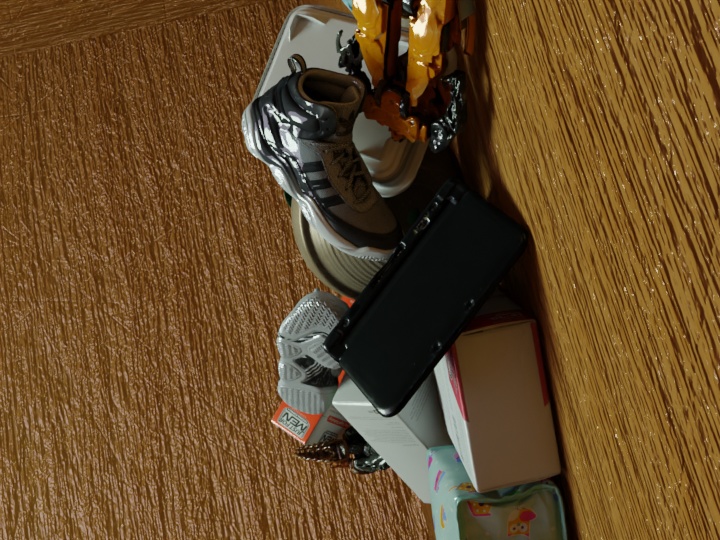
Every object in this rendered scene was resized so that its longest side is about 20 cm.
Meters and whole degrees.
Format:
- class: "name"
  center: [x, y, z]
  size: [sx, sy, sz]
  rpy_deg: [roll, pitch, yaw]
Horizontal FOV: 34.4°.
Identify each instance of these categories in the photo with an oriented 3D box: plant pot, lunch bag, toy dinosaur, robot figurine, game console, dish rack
- class: "plant pot"
  center: [0.035, -0.061, 1.197]
  size: [0.092, 0.198, 0.204]
  rpy_deg: [22, 126, 64]
- class: "lunch bag"
  center: [0.138, 0.280, 1.117]
  size: [0.170, 0.120, 0.203]
  rpy_deg: [-127, 27, -81]
- class: "toy dinosaur"
  center: [0.018, 0.213, 1.405]
  size: [0.103, 0.199, 0.136]
  rpy_deg: [55, 142, 9]
- class: "robot figurine"
  center: [0.045, -0.201, 1.027]
  size: [0.144, 0.058, 0.202]
  rpy_deg: [31, 142, 25]
- class: "game console"
  center: [0.071, 0.030, 1.070]
  size: [0.116, 0.201, 0.176]
  rpy_deg: [40, -176, 21]
- class: "dish rack"
  center: [-0.017, -0.178, 1.152]
  size: [0.174, 0.198, 0.044]
  rpy_deg: [-68, -23, -7]

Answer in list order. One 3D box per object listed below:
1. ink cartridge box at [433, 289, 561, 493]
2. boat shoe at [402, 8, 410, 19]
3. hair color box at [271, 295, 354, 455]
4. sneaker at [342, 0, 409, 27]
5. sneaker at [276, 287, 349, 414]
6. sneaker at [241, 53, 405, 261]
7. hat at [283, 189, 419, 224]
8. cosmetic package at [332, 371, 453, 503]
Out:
- class: "ink cartridge box"
  center: [0.119, 0.103, 1.107]
  size: [0.200, 0.084, 0.150]
  rpy_deg: [-109, 7, -80]
- class: "boat shoe"
  center: [0.038, -0.324, 1.188]
  size: [0.200, 0.072, 0.064]
  rpy_deg: [44, -154, -76]
- class: "hair color box"
  center: [-0.019, 0.120, 1.433]
  size: [0.061, 0.202, 0.101]
  rpy_deg: [28, 177, 27]
- class: "sneaker"
  center: [0.016, -0.324, 1.401]
  size: [0.074, 0.081, 0.202]
  rpy_deg: [-104, 4, -48]
- class: "sneaker"
  center: [-0.038, 0.057, 1.212]
  size: [0.201, 0.074, 0.116]
  rpy_deg: [103, -173, -54]
- class: "sneaker"
  center: [-0.019, -0.104, 1.065]
  size: [0.200, 0.075, 0.114]
  rpy_deg: [46, 137, 3]
- class: "hat"
  center: [0.000, 0.000, 1.276]
  size: [0.166, 0.196, 0.179]
  rpy_deg: [97, -179, -64]
- class: "cosmetic package"
  center: [0.069, 0.158, 1.258]
  size: [0.201, 0.084, 0.108]
  rpy_deg: [53, -131, -35]
